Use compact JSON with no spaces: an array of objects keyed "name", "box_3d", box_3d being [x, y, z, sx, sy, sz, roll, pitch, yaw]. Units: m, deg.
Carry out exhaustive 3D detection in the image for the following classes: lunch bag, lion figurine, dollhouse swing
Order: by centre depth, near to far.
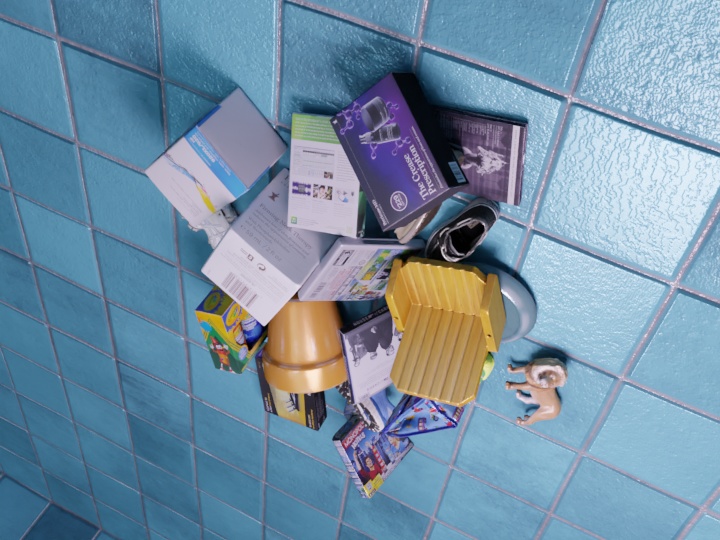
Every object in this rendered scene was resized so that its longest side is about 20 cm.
[{"name":"dollhouse swing","box_3d":[0.133,0.109,1.439,0.197,0.177,0.183,11,145,27]},{"name":"lion figurine","box_3d":[0.350,0.235,1.565,0.121,0.073,0.201,-1,141,25]},{"name":"lunch bag","box_3d":[0.132,0.263,1.660,0.094,0.151,0.200,43,138,-9]}]

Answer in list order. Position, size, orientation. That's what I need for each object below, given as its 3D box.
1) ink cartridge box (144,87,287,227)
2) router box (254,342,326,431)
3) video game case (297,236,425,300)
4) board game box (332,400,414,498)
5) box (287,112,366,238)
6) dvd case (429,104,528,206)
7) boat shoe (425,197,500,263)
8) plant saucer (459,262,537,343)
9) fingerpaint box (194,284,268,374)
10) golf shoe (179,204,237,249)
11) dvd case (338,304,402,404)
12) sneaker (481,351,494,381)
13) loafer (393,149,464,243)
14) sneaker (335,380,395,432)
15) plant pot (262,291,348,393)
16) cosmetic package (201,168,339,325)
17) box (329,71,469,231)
[{"name":"ink cartridge box","box_3d":[-0.268,-0.205,1.500,0.199,0.148,0.145,-25,112,44]},{"name":"router box","box_3d":[-0.165,0.280,1.947,0.155,0.052,0.202,16,135,21]},{"name":"video game case","box_3d":[0.000,0.000,1.517,0.180,0.022,0.200,0,149,-30]},{"name":"board game box","box_3d":[0.010,0.373,1.842,0.061,0.200,0.202,-20,102,42]},{"name":"box","box_3d":[-0.055,-0.167,1.413,0.142,0.036,0.204,11,107,24]},{"name":"dvd case","box_3d":[0.170,-0.190,1.320,0.197,0.016,0.150,17,135,22]},{"name":"boat shoe","box_3d":[0.165,-0.052,1.412,0.070,0.064,0.200,37,141,-4]},{"name":"plant saucer","box_3d":[0.226,0.068,1.501,0.197,0.028,0.202,20,141,17]},{"name":"fingerpaint box","box_3d":[-0.247,0.086,1.712,0.072,0.201,0.169,10,132,24]},{"name":"golf shoe","box_3d":[-0.280,-0.095,1.667,0.199,0.079,0.097,38,133,-5]},{"name":"dvd case","box_3d":[0.036,0.165,1.647,0.025,0.149,0.202,44,152,44]},{"name":"sneaker","box_3d":[0.161,0.152,1.562,0.199,0.074,0.085,33,113,29]},{"name":"loafer","box_3d":[0.104,-0.132,1.357,0.068,0.075,0.201,39,127,12]},{"name":"sneaker","box_3d":[0.006,0.253,1.795,0.201,0.089,0.079,56,145,6]},{"name":"plant pot","box_3d":[-0.113,0.121,1.678,0.197,0.200,0.186,8,117,27]},{"name":"cosmetic package","box_3d":[-0.162,-0.045,1.535,0.167,0.201,0.166,40,138,-5]},{"name":"box","box_3d":[0.059,-0.186,1.277,0.140,0.078,0.202,-32,81,35]}]
